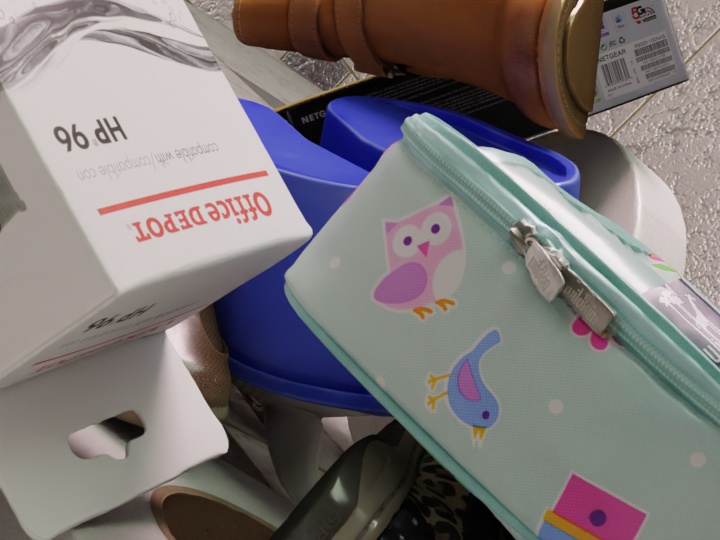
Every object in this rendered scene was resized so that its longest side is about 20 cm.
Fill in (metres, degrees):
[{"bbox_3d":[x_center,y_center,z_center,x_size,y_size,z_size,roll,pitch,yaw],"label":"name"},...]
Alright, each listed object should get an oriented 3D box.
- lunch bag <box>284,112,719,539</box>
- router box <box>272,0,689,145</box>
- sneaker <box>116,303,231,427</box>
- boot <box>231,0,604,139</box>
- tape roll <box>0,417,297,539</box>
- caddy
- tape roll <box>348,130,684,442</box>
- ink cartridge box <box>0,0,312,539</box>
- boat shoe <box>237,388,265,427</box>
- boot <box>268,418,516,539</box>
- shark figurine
[{"bbox_3d":[0.072,0.035,0.566,0.160,0.077,0.200,47,8,28],"label":"lunch bag"},{"bbox_3d":[0.039,-0.080,0.987,0.053,0.198,0.157,71,-18,-5],"label":"router box"},{"bbox_3d":[-0.093,-0.020,0.710,0.070,0.076,0.200,12,24,-35],"label":"sneaker"},{"bbox_3d":[0.023,-0.109,0.825,0.154,0.077,0.200,6,21,4],"label":"boot"},{"bbox_3d":[-0.031,0.113,0.617,0.202,0.037,0.203,35,7,-5],"label":"tape roll"},{"bbox_3d":[0.000,0.000,0.754,0.140,0.106,0.200,-1,16,-26],"label":"caddy"},{"bbox_3d":[0.073,0.022,0.986,0.037,0.203,0.203,35,6,-27],"label":"tape roll"},{"bbox_3d":[-0.088,-0.038,0.563,0.201,0.068,0.116,61,27,4],"label":"ink cartridge box"},{"bbox_3d":[-0.082,0.001,0.966,0.200,0.072,0.072,45,7,25],"label":"boat shoe"},{"bbox_3d":[0.049,0.114,0.580,0.154,0.074,0.203,41,8,9],"label":"boot"},{"bbox_3d":[0.022,0.025,0.883,0.213,0.089,0.129,-12,75,-38],"label":"shark figurine"}]
